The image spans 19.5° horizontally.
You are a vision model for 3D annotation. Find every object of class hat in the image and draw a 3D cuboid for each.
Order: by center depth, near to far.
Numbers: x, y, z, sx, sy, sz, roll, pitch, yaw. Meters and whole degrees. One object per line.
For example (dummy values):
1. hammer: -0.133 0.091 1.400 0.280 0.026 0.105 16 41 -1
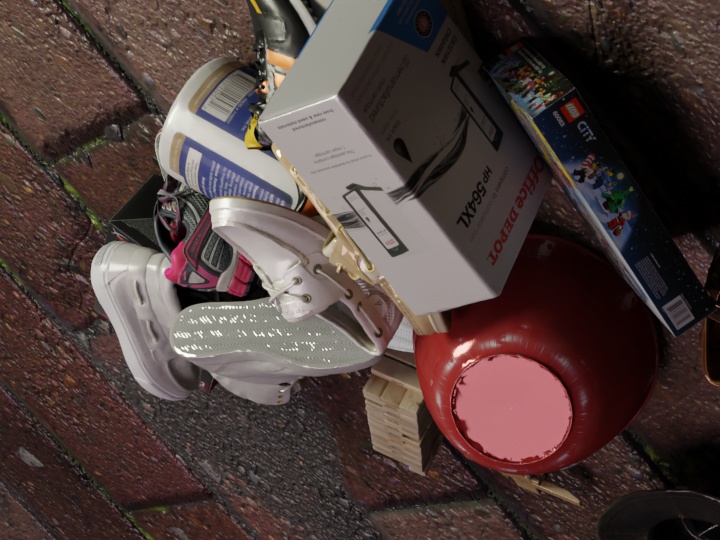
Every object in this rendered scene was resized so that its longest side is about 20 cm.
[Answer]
1. hat: 0.299 0.218 1.732 0.200 0.081 0.201 21 146 15

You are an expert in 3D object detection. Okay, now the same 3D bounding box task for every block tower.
1. block tower: 0.041 0.124 1.874 0.058 0.054 0.200 24 161 14

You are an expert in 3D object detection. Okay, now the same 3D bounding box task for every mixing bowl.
1. mixing bowl: 0.126 0.083 1.626 0.200 0.108 0.201 6 115 13

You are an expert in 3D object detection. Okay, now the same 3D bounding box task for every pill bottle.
1. pill bottle: -0.055 -0.083 1.697 0.200 0.111 0.111 30 149 18

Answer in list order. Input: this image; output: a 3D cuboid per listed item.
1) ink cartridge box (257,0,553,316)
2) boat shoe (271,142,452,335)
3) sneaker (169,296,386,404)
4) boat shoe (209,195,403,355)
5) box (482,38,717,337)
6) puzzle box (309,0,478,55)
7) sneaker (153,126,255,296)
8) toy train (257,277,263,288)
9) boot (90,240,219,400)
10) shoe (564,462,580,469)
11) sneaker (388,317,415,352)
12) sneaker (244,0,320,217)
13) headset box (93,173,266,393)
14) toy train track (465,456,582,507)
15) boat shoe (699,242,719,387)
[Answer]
1. ink cartridge box: 0.039 -0.089 1.492 0.084 0.146 0.200 -15 126 41
2. boat shoe: 0.001 -0.031 1.564 0.069 0.074 0.200 -26 107 14
3. sneaker: -0.054 0.071 1.836 0.200 0.074 0.116 2 157 24
4. boat shoe: -0.040 0.007 1.616 0.200 0.069 0.071 31 161 -33
5. box: 0.168 -0.060 1.475 0.200 0.038 0.137 54 -177 -23
6. puzzle box: 0.017 -0.200 1.542 0.133 0.025 0.200 16 143 35
7. sneaker: -0.144 -0.062 1.786 0.200 0.074 0.081 -114 36 -46
8. toy train: -0.078 -0.014 1.887 0.046 0.034 0.200 -18 130 8
9. boot: -0.167 0.054 1.905 0.095 0.074 0.200 8 145 30
10. shoe: 0.136 0.069 1.737 0.200 0.071 0.091 47 134 2
11. sneaker: 0.000 0.000 1.749 0.200 0.071 0.073 31 125 24
12. sneaker: -0.058 -0.135 1.597 0.200 0.090 0.070 62 173 -3
13. headset box: -0.173 0.020 2.011 0.149 0.075 0.200 35 150 9
14. toy train track: 0.143 0.164 1.840 0.114 0.033 0.200 22 171 16
15. boat shoe: 0.280 0.014 1.484 0.072 0.068 0.200 29 149 20
